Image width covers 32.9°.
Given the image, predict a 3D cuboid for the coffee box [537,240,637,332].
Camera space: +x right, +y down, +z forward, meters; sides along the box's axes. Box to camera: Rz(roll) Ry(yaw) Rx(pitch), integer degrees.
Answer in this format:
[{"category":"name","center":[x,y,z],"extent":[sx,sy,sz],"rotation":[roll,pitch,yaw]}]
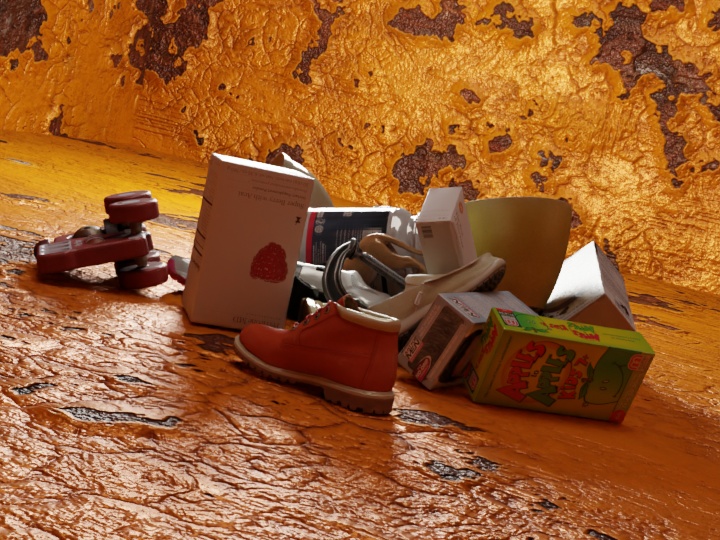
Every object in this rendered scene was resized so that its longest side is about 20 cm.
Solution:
[{"category":"coffee box","center":[0.317,0.051,1.734],"extent":[0.080,0.113,0.200],"rotation":[49,19,-13]}]

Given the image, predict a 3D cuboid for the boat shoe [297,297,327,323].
[{"category":"boat shoe","center":[-0.038,0.068,1.433],"extent":[0.066,0.075,0.200],"rotation":[6,8,-5]}]

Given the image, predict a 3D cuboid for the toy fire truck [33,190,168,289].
[{"category":"toy fire truck","center":[-0.351,-0.035,1.623],"extent":[0.167,0.113,0.200],"rotation":[-9,12,-14]}]

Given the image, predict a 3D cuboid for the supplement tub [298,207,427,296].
[{"category":"supplement tub","center":[0.007,-0.023,1.805],"extent":[0.198,0.141,0.140],"rotation":[1,5,10]}]

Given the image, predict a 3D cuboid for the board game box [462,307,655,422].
[{"category":"board game box","center":[0.230,0.112,1.412],"extent":[0.199,0.102,0.048],"rotation":[10,28,-20]}]

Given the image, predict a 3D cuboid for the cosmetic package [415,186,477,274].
[{"category":"cosmetic package","center":[0.123,-0.003,1.590],"extent":[0.050,0.201,0.083],"rotation":[-4,35,18]}]

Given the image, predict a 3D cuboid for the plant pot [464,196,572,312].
[{"category":"plant pot","center":[0.204,-0.011,1.716],"extent":[0.198,0.143,0.200],"rotation":[-3,-10,-1]}]

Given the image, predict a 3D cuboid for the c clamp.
[{"category":"c clamp","center":[0.034,0.025,1.598],"extent":[0.199,0.172,0.027],"rotation":[29,-40,-25]}]

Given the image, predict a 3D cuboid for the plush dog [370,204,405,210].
[{"category":"plush dog","center":[0.036,-0.004,1.960],"extent":[0.171,0.162,0.200],"rotation":[-14,25,-28]}]

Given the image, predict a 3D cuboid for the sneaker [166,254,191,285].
[{"category":"sneaker","center":[-0.181,-0.010,1.700],"extent":[0.199,0.089,0.081],"rotation":[7,4,-41]}]

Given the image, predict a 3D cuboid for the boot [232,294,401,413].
[{"category":"boot","center":[-0.044,0.071,1.280],"extent":[0.199,0.108,0.075],"rotation":[15,9,28]}]

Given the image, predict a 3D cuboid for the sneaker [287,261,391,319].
[{"category":"sneaker","center":[-0.045,0.028,1.652],"extent":[0.199,0.075,0.088],"rotation":[26,37,29]}]

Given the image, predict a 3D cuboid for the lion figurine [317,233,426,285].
[{"category":"lion figurine","center":[0.000,0.000,1.705],"extent":[0.122,0.200,0.073],"rotation":[43,17,-11]}]

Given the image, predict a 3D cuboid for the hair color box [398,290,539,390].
[{"category":"hair color box","center":[0.134,0.081,1.474],"extent":[0.061,0.099,0.200],"rotation":[40,19,25]}]

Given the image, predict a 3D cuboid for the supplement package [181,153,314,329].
[{"category":"supplement package","center":[-0.143,-0.034,1.524],"extent":[0.120,0.201,0.120],"rotation":[10,7,-15]}]

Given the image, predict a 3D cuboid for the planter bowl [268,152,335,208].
[{"category":"planter bowl","center":[-0.113,-0.070,1.957],"extent":[0.134,0.201,0.200],"rotation":[26,3,-17]}]

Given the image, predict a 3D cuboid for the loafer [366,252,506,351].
[{"category":"loafer","center":[0.088,0.030,1.512],"extent":[0.069,0.199,0.076],"rotation":[59,1,20]}]
